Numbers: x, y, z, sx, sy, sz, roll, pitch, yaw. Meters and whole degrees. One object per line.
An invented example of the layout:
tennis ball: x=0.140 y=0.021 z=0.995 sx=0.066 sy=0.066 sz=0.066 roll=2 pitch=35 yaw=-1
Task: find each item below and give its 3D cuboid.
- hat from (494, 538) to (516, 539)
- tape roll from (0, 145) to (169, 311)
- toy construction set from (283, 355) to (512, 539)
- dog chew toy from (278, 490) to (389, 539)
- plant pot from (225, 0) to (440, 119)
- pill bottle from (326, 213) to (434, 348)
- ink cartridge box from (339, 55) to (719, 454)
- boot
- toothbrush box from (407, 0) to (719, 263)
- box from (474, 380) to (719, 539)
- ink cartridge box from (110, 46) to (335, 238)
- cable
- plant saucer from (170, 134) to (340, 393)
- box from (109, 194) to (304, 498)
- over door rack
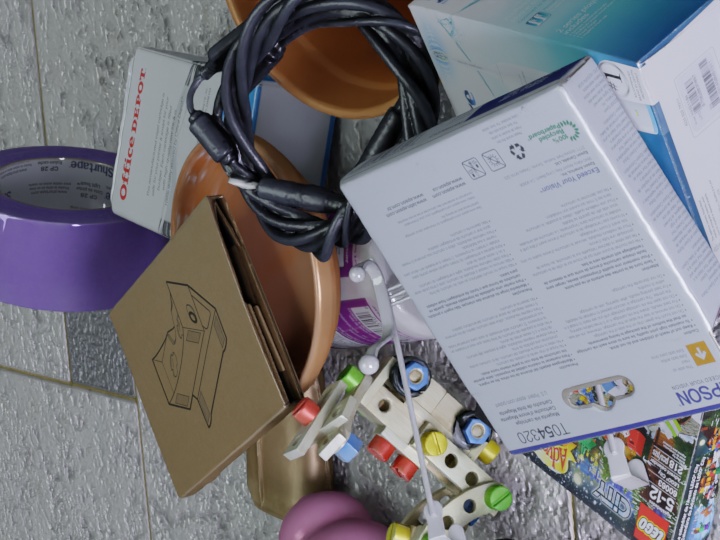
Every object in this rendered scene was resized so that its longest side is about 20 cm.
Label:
hat: x=0.135 y=0.274 z=1.198 sx=0.200 sy=0.081 sz=0.202 roll=12 pitch=105 yaw=51
tape roll: x=-0.268 y=-0.041 z=1.603 sx=0.200 sy=0.199 sz=0.086 roll=33 pitch=124 yaw=47
toy construction set: x=0.029 y=0.138 z=1.251 sx=0.200 sy=0.131 sz=0.092 roll=45 pitch=165 yaw=-26
dog chew toy: x=-0.003 y=0.252 z=1.366 sx=0.200 sy=0.124 sz=0.125 roll=56 pitch=140 yaw=42
plant pot: x=0.020 y=-0.216 z=1.164 sx=0.199 sy=0.140 sz=0.201 roll=22 pitch=125 yaw=34
pill bottle: x=0.000 y=0.000 z=1.300 sx=0.200 sy=0.112 sz=0.113 roll=-8 pitch=91 yaw=56
ink cartridge box: x=0.106 y=-0.001 z=0.996 sx=0.196 sy=0.043 sz=0.201 roll=-20 pitch=107 yaw=50
boot: x=-0.087 y=0.097 z=1.493 sx=0.175 sy=0.066 sz=0.201 roll=17 pitch=113 yaw=53
toothbrush box: x=0.138 y=-0.102 z=1.015 sx=0.200 sy=0.085 sz=0.147 roll=27 pitch=150 yaw=50
box: x=0.158 y=0.081 z=1.153 sx=0.200 sy=0.038 sz=0.137 roll=37 pitch=126 yaw=46
ink cartridge box: x=-0.115 y=-0.095 z=1.451 sx=0.200 sy=0.085 sz=0.147 roll=23 pitch=106 yaw=53
cable: x=-0.025 y=-0.095 z=1.118 sx=0.200 sy=0.051 sz=0.164 roll=-28 pitch=87 yaw=40
plant saucer: x=-0.073 y=-0.002 z=1.273 sx=0.200 sy=0.037 sz=0.202 roll=21 pitch=116 yaw=51
box: x=-0.119 y=0.060 z=1.307 sx=0.200 sy=0.021 sz=0.164 roll=-43 pitch=65 yaw=52
over door rack: x=0.081 y=0.064 z=1.119 sx=0.147 sy=0.067 sz=0.201 roll=-22 pitch=77 yaw=25
